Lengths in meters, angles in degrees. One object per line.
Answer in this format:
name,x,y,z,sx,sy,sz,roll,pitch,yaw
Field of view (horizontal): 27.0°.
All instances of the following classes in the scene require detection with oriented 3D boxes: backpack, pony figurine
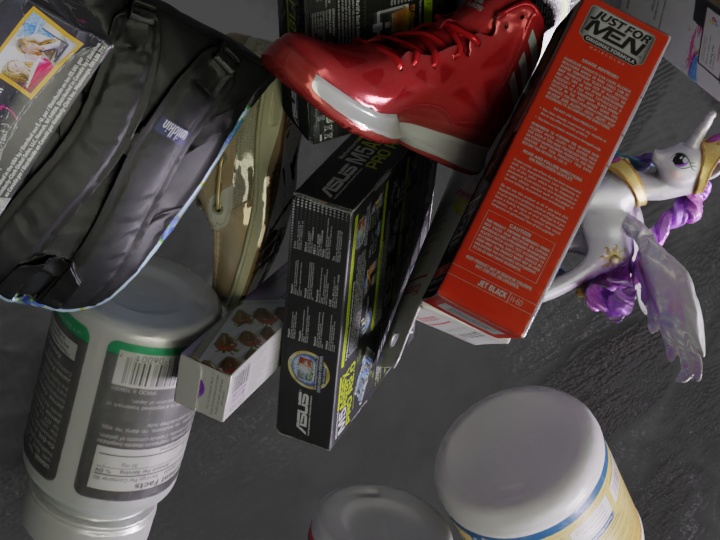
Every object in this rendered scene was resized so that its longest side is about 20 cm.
backpack,-0.173,-0.072,0.926,0.163,0.154,0.200,21,89,-38
pony figurine,0.194,-0.022,1.156,0.200,0.167,0.193,-8,115,-4

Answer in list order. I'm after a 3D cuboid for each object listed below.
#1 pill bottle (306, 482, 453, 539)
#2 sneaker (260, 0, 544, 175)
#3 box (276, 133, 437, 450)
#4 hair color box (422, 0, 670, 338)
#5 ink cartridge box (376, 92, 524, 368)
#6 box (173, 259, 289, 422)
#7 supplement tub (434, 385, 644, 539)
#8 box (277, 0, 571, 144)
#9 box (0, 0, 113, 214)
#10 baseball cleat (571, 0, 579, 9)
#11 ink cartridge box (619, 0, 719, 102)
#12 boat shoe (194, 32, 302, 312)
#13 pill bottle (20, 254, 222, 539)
pill bottle,-0.003,0.292,1.268,0.119,0.120,0.200,0,121,-28
sneaker,0.033,-0.134,0.887,0.200,0.078,0.116,13,113,-55
box,0.000,0.000,1.047,0.160,0.044,0.200,-50,152,-50
hair color box,0.111,-0.059,0.922,0.061,0.102,0.200,27,86,-1
ink cartridge box,0.082,-0.014,1.028,0.068,0.115,0.200,23,85,-4
box,-0.062,0.038,1.036,0.200,0.039,0.041,-45,153,-56
supplement tub,0.159,0.210,1.283,0.145,0.145,0.200,-33,130,-5
box,0.043,-0.191,0.919,0.193,0.048,0.200,-21,136,-20
box,-0.237,-0.131,0.798,0.115,0.200,0.132,27,106,-37
baseball cleat,0.087,-0.199,1.010,0.200,0.070,0.107,-18,119,-17
ink cartridge box,0.301,-0.175,1.060,0.145,0.200,0.084,-9,127,-23
boat shoe,-0.082,-0.064,1.024,0.065,0.072,0.200,17,119,9
pill bottle,-0.172,0.096,1.046,0.113,0.113,0.200,3,120,-30
